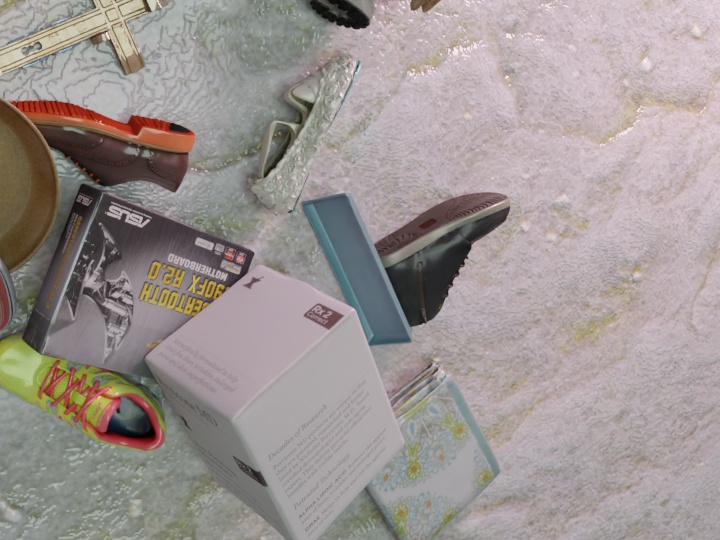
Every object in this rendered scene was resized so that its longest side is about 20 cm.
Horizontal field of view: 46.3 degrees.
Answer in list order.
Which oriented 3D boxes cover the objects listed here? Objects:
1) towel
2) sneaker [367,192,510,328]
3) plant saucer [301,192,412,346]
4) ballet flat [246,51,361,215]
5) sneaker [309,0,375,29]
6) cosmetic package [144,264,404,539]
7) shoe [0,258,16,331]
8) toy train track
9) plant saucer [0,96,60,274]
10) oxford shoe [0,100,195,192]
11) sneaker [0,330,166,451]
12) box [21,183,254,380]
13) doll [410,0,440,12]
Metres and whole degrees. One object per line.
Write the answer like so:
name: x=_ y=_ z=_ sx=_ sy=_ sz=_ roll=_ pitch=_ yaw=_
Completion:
towel: x=0.080 y=0.241 z=1.079 sx=0.170 sy=0.048 sz=0.202 roll=-36 pitch=114 yaw=-15
sneaker: x=0.106 y=-0.016 z=1.039 sx=0.198 sy=0.075 sz=0.108 roll=-27 pitch=115 yaw=-12
plant saucer: x=0.000 y=0.000 z=0.985 sx=0.019 sy=0.069 sz=0.202 roll=-46 pitch=119 yaw=-45
ballet flat: x=-0.064 y=-0.159 z=0.917 sx=0.071 sy=0.071 sz=0.203 roll=27 pitch=84 yaw=-29
sneaker: x=-0.059 y=-0.345 z=0.896 sx=0.199 sy=0.077 sz=0.088 roll=30 pitch=72 yaw=-36
cosmetic package: x=-0.083 y=0.136 z=0.867 sx=0.165 sy=0.164 sz=0.202 roll=-41 pitch=129 yaw=-26
shoe: x=-0.363 y=-0.007 z=0.721 sx=0.071 sy=0.091 sz=0.202 roll=-23 pitch=124 yaw=-7
toy train track: x=-0.276 y=-0.231 z=0.809 sx=0.198 sy=0.032 sz=0.116 roll=-31 pitch=112 yaw=-20
plant saucer: x=-0.373 y=-0.079 z=0.754 sx=0.197 sy=0.036 sz=0.203 roll=-9 pitch=120 yaw=-16
oxford shoe: x=-0.263 y=-0.118 z=0.817 sx=0.197 sy=0.071 sz=0.074 roll=8 pitch=109 yaw=-23
sneaker: x=-0.273 y=0.123 z=0.839 sx=0.198 sy=0.090 sz=0.079 roll=31 pitch=86 yaw=-28
box: x=-0.215 y=0.023 z=0.845 sx=0.199 sy=0.048 sz=0.161 roll=24 pitch=86 yaw=-47
doll: x=0.019 y=-0.371 z=0.906 sx=0.048 sy=0.136 sz=0.201 roll=-37 pitch=88 yaw=26
